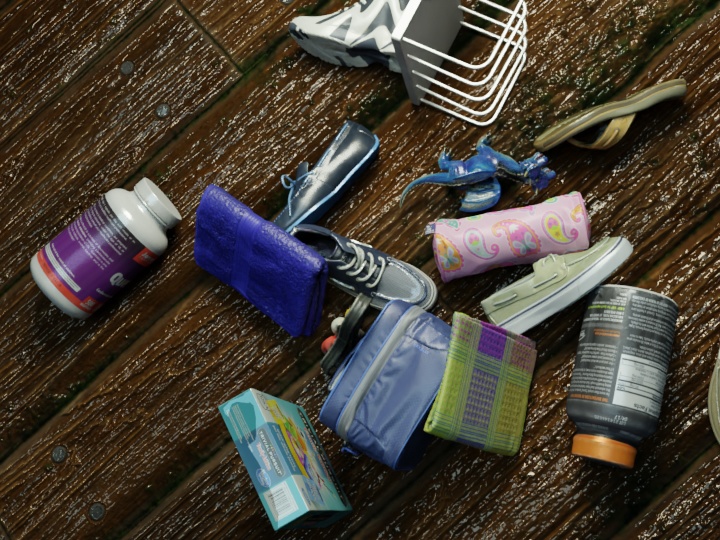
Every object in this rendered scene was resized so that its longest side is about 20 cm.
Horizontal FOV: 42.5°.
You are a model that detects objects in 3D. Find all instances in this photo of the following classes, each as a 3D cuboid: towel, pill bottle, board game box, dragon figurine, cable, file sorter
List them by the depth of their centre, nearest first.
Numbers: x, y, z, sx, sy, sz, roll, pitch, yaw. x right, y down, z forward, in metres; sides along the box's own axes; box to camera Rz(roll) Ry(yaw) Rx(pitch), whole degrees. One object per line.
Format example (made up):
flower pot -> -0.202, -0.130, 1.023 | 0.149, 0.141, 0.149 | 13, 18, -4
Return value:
towel -> 0.146, 0.136, 1.073 | 0.023, 0.200, 0.144 | 7, 80, 39
pill bottle -> 0.300, 0.125, 1.077 | 0.106, 0.106, 0.201 | 11, 79, 16
board game box -> -0.083, 0.227, 1.097 | 0.047, 0.200, 0.151 | -30, 71, 5
cable -> -0.026, 0.073, 1.124 | 0.050, 0.200, 0.097 | 38, 81, 10
file sorter -> 0.136, -0.288, 1.177 | 0.124, 0.200, 0.139 | 27, 84, 14
dragon figurine -> 0.144, -0.116, 1.181 | 0.199, 0.059, 0.100 | -19, 39, 2
towel -> -0.135, -0.007, 1.203 | 0.200, 0.148, 0.050 | 32, 51, 19
pill bottle -> -0.347, -0.034, 1.276 | 0.200, 0.112, 0.113 | -40, 70, 2

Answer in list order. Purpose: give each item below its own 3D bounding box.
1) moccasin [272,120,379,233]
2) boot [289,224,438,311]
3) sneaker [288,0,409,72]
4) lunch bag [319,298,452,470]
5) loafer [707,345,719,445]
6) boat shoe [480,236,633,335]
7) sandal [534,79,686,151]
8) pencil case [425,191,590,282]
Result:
moccasin -> -0.059, -0.118, 1.250 | 0.068, 0.080, 0.200 | 42, 76, 5
boot -> 0.000, 0.000, 1.192 | 0.199, 0.090, 0.073 | 19, 81, 18
sneaker -> 0.008, -0.357, 1.290 | 0.198, 0.080, 0.130 | 12, 74, 21
lunch bag -> 0.039, 0.141, 1.123 | 0.132, 0.136, 0.200 | 32, 87, 19
loafer -> 0.444, 0.115, 1.063 | 0.075, 0.068, 0.201 | 3, 77, 15
boat shoe -> 0.232, 0.014, 1.115 | 0.200, 0.072, 0.062 | -37, 88, 22
sandal -> 0.319, -0.186, 1.170 | 0.199, 0.080, 0.054 | -20, 97, 4
pencil case -> 0.186, -0.043, 1.161 | 0.199, 0.087, 0.088 | -10, 74, 13
